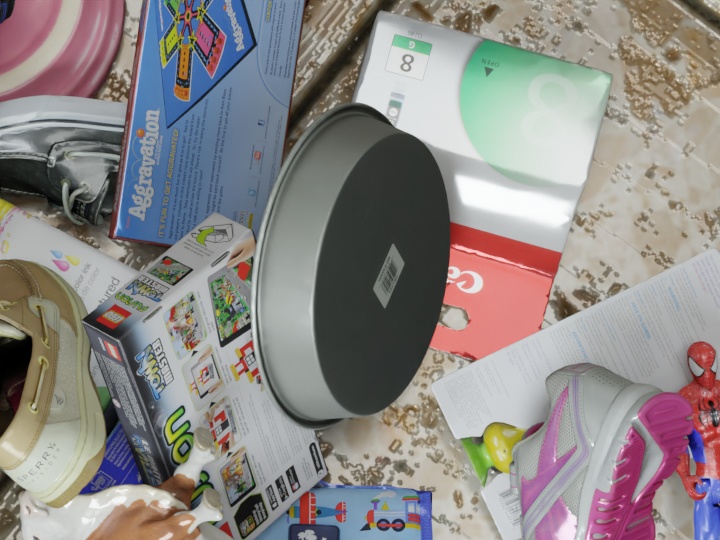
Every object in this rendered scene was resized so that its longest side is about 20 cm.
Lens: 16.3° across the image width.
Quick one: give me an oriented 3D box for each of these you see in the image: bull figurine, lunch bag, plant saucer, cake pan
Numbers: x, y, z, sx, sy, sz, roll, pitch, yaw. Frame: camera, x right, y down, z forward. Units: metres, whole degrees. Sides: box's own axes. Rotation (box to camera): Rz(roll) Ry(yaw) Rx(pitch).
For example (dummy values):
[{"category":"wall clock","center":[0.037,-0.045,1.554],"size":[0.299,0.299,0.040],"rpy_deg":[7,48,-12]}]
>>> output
[{"category":"bull figurine","center":[-0.100,0.164,1.445],"size":[0.200,0.121,0.065],"rpy_deg":[39,36,-17]},{"category":"lunch bag","center":[-0.027,0.217,1.552],"size":[0.150,0.094,0.201],"rpy_deg":[-1,66,-1]},{"category":"plant saucer","center":[-0.254,-0.177,1.628],"size":[0.200,0.051,0.201],"rpy_deg":[0,78,-2]},{"category":"cake pan","center":[0.000,0.000,1.516],"size":[0.037,0.200,0.201],"rpy_deg":[9,77,28]}]

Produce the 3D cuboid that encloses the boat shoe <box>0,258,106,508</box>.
[{"category":"boat shoe","center":[-0.197,0.050,1.437],"size":[0.066,0.200,0.074],"rpy_deg":[34,106,-35]}]

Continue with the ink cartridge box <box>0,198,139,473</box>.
[{"category":"ink cartridge box","center":[-0.237,0.034,1.569],"size":[0.200,0.084,0.145],"rpy_deg":[28,79,4]}]

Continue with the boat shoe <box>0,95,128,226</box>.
[{"category":"boat shoe","center":[-0.170,-0.065,1.589],"size":[0.199,0.072,0.071],"rpy_deg":[-2,63,-7]}]

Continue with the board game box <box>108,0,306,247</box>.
[{"category":"board game box","center":[-0.094,-0.111,1.573],"size":[0.103,0.019,0.201],"rpy_deg":[9,87,-19]}]

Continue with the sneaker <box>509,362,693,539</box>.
[{"category":"sneaker","center":[0.134,0.138,1.542],"size":[0.081,0.201,0.088],"rpy_deg":[-10,38,-42]}]

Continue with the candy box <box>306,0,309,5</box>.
[{"category":"candy box","center":[-0.102,-0.262,1.623],"size":[0.200,0.055,0.116],"rpy_deg":[29,106,1]}]

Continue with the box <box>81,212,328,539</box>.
[{"category":"box","center":[-0.088,0.077,1.483],"size":[0.035,0.200,0.110],"rpy_deg":[25,53,39]}]

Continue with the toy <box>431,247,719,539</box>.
[{"category":"toy","center":[0.156,0.078,1.593],"size":[0.199,0.047,0.115],"rpy_deg":[-26,97,-2]}]

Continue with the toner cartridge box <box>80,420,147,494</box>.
[{"category":"toner cartridge box","center":[-0.107,0.088,1.558],"size":[0.043,0.095,0.200],"rpy_deg":[32,79,13]}]

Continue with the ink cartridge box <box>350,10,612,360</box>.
[{"category":"ink cartridge box","center":[0.061,-0.052,1.619],"size":[0.160,0.050,0.201],"rpy_deg":[15,77,1]}]

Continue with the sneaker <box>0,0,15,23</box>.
[{"category":"sneaker","center":[-0.265,-0.158,1.536],"size":[0.078,0.070,0.200],"rpy_deg":[29,54,7]}]

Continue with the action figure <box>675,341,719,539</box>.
[{"category":"action figure","center":[0.228,0.144,1.535],"size":[0.065,0.099,0.201],"rpy_deg":[-11,94,-5]}]
